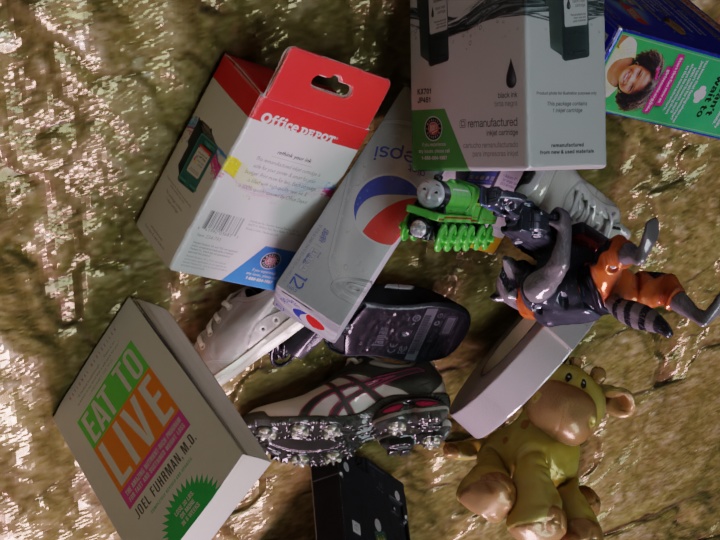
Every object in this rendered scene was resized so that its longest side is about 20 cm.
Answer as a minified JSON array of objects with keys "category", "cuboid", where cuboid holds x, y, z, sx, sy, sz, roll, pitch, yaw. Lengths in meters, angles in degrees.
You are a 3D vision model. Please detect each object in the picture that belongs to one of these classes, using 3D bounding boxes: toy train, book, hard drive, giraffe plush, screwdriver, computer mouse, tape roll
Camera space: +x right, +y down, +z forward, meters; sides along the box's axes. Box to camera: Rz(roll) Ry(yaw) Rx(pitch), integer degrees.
[{"category":"toy train","cuboid":[0.077,-0.047,1.293,0.200,0.041,0.057,-2,110,-73]},{"category":"book","cuboid":[-0.163,0.136,1.263,0.048,0.200,0.134,24,108,-47]},{"category":"hard drive","cuboid":[0.005,0.278,1.522,0.038,0.202,0.140,-22,145,22]},{"category":"giraffe plush","cuboid":[0.192,0.169,1.591,0.171,0.200,0.163,24,105,-20]},{"category":"screwdriver","cuboid":[0.000,0.000,1.348,0.029,0.028,0.200,34,111,-10]},{"category":"computer mouse","cuboid":[0.013,0.019,1.421,0.198,0.046,0.141,-1,129,-23]},{"category":"tape roll","cuboid":[0.161,0.071,1.487,0.203,0.037,0.203,-49,180,0]}]

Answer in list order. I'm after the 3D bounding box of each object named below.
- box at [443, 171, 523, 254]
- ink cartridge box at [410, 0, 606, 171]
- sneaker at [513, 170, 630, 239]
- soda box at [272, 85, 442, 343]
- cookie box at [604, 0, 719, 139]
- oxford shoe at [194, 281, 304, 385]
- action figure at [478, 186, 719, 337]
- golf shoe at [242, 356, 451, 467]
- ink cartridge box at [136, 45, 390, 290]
[{"category":"box","cuboid":[0.120,-0.116,1.392,0.118,0.041,0.201,14,112,-44]},{"category":"ink cartridge box","cuboid":[0.108,-0.177,1.195,0.082,0.146,0.203,-4,95,-34]},{"category":"sneaker","cuboid":[0.190,-0.056,1.404,0.076,0.081,0.200,-60,156,2]},{"category":"soda box","cuboid":[0.008,-0.045,1.278,0.201,0.063,0.068,-57,176,-15]},{"category":"cookie box","cuboid":[0.212,-0.192,1.298,0.199,0.171,0.076,6,123,-40]},{"category":"oxford shoe","cuboid":[-0.106,0.054,1.344,0.199,0.075,0.058,-38,97,18]},{"category":"action figure","cuboid":[0.177,0.003,1.311,0.199,0.192,0.106,23,71,-38]},{"category":"golf shoe","cuboid":[-0.016,0.128,1.472,0.198,0.089,0.078,-4,143,-6]},{"category":"ink cartridge box","cuboid":[-0.076,-0.090,1.240,0.115,0.067,0.201,12,116,-43]}]
